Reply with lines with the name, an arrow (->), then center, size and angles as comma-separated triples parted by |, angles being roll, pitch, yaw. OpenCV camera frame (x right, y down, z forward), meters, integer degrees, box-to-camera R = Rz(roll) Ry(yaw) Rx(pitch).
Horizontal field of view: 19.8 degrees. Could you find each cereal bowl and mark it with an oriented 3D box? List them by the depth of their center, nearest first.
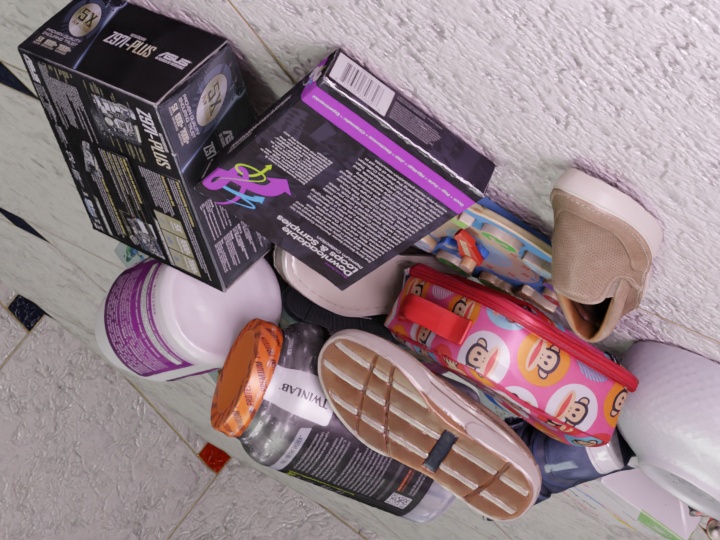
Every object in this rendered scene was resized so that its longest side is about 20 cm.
cereal bowl -> 0.281, 0.143, 1.638 | 0.200, 0.083, 0.200 | 32, 170, 6

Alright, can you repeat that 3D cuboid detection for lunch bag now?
lunch bag -> 0.105, 0.061, 1.624 | 0.176, 0.082, 0.200 | 29, 178, -26

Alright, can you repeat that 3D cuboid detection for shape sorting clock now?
shape sorting clock -> 0.091, -0.017, 1.583 | 0.200, 0.039, 0.200 | 32, 169, 7

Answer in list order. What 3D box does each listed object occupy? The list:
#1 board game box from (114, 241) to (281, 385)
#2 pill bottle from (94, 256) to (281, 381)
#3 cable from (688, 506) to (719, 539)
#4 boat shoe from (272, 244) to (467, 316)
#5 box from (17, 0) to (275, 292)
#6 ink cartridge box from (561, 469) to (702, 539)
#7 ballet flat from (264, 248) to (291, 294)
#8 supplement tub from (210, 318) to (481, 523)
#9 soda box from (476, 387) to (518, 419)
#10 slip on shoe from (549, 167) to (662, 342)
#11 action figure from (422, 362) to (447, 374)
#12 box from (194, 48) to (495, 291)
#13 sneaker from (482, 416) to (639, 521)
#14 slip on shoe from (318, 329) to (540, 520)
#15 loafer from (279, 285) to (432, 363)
board game box -> -0.120, 0.027, 1.970 | 0.147, 0.064, 0.200 | -6, -132, -52
pill bottle -> -0.157, 0.037, 1.780 | 0.112, 0.112, 0.200 | 36, 157, -19
cable -> 0.329, 0.220, 1.782 | 0.097, 0.050, 0.200 | 9, 175, 11
boat shoe -> 0.000, 0.000, 1.704 | 0.200, 0.072, 0.059 | 8, -174, -42
box -> -0.161, -0.104, 1.634 | 0.164, 0.086, 0.200 | 24, 146, 37
ink cartridge box -> 0.242, 0.198, 2.008 | 0.117, 0.067, 0.200 | 36, 168, -18
ballet flat -> -0.078, -0.042, 1.762 | 0.057, 0.066, 0.200 | 25, 139, 27
supplement tub -> -0.012, 0.118, 1.668 | 0.200, 0.123, 0.122 | 22, 172, -17
soda box -> 0.149, 0.101, 1.847 | 0.064, 0.068, 0.200 | 30, 168, 17
slip on shoe -> 0.157, -0.007, 1.392 | 0.076, 0.061, 0.200 | 30, 168, 15
action figure -> -0.009, 0.088, 1.917 | 0.134, 0.200, 0.149 | 64, 168, -25
box -> -0.015, -0.067, 1.485 | 0.143, 0.036, 0.200 | 35, 144, -16
sneaker -> 0.166, 0.155, 1.760 | 0.202, 0.146, 0.077 | 5, -116, -70
slip on shoe -> 0.056, 0.113, 1.592 | 0.200, 0.076, 0.061 | 34, -155, 1
loafer -> 0.021, 0.057, 1.806 | 0.200, 0.072, 0.063 | 7, 138, -14
